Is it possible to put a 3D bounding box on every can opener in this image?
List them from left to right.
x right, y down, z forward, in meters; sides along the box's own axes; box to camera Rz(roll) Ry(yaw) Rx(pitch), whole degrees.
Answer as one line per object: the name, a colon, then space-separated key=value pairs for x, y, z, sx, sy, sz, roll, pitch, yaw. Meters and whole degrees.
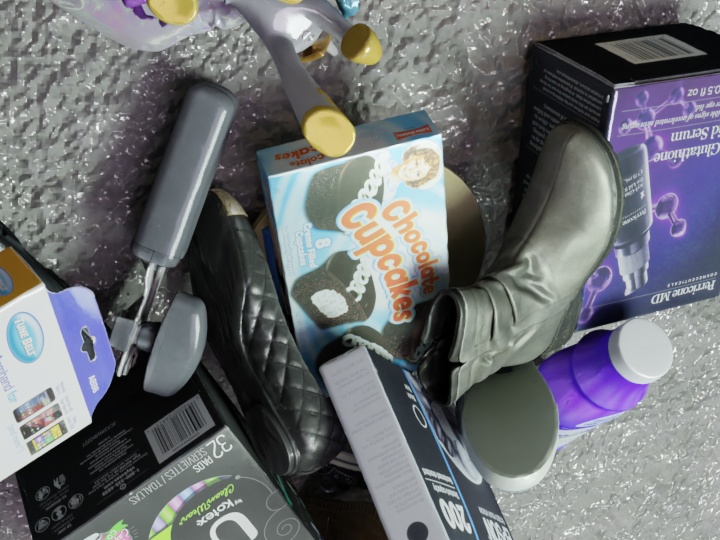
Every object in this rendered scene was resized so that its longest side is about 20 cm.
can opener: x=-0.110 y=-0.017 z=0.709 sx=0.066 sy=0.053 sz=0.201 roll=21 pitch=101 yaw=-5

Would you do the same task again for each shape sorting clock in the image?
shape sorting clock: x=0.000 y=0.000 z=0.809 sx=0.198 sy=0.039 sz=0.201 roll=-10 pitch=129 yaw=-13

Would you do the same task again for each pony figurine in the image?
pony figurine: x=-0.072 y=-0.162 z=0.602 sx=0.193 sy=0.200 sz=0.167 roll=37 pitch=104 yaw=-23

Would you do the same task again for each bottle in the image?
bottle: x=0.175 y=0.095 z=0.882 sx=0.083 sy=0.066 sz=0.200 roll=-11 pitch=161 yaw=-26

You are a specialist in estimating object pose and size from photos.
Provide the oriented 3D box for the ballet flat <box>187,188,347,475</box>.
ballet flat: x=-0.067 y=0.041 z=0.742 sx=0.057 sy=0.066 sz=0.201 roll=-18 pitch=88 yaw=-43

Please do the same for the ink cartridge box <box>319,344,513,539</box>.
ink cartridge box: x=0.058 y=0.166 z=0.770 sx=0.043 sy=0.201 sz=0.198 roll=-28 pitch=154 yaw=12

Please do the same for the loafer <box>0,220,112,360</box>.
loafer: x=-0.230 y=0.008 z=0.668 sx=0.070 sy=0.068 sz=0.201 roll=-46 pitch=133 yaw=-10

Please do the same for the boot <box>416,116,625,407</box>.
boot: x=0.106 y=0.002 z=0.754 sx=0.130 sy=0.068 sz=0.201 roll=-23 pitch=135 yaw=-36

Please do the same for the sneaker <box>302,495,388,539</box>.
sneaker: x=0.033 y=0.215 z=0.857 sx=0.112 sy=0.200 sz=0.072 roll=11 pitch=85 yaw=-25

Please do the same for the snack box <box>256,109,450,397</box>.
snack box: x=0.002 y=-0.005 z=0.755 sx=0.115 sy=0.037 sz=0.201 roll=-15 pitch=130 yaw=-10

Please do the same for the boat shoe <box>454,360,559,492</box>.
boat shoe: x=0.107 y=0.108 z=0.834 sx=0.069 sy=0.201 sz=0.072 roll=-4 pitch=121 yaw=0

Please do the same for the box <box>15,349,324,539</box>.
box: x=-0.127 y=0.175 z=0.788 sx=0.148 sy=0.124 sz=0.201 roll=-34 pitch=129 yaw=-6

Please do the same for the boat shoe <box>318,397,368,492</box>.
boat shoe: x=-0.012 y=0.137 z=0.857 sx=0.062 sy=0.075 sz=0.199 roll=-40 pitch=142 yaw=22

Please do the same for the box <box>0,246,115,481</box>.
box: x=-0.221 y=0.074 z=0.558 sx=0.199 sy=0.041 sz=0.120 roll=-35 pitch=145 yaw=-27

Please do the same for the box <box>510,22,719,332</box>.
box: x=0.206 y=-0.073 z=0.840 sx=0.147 sy=0.104 sz=0.201 roll=-13 pitch=122 yaw=-23
